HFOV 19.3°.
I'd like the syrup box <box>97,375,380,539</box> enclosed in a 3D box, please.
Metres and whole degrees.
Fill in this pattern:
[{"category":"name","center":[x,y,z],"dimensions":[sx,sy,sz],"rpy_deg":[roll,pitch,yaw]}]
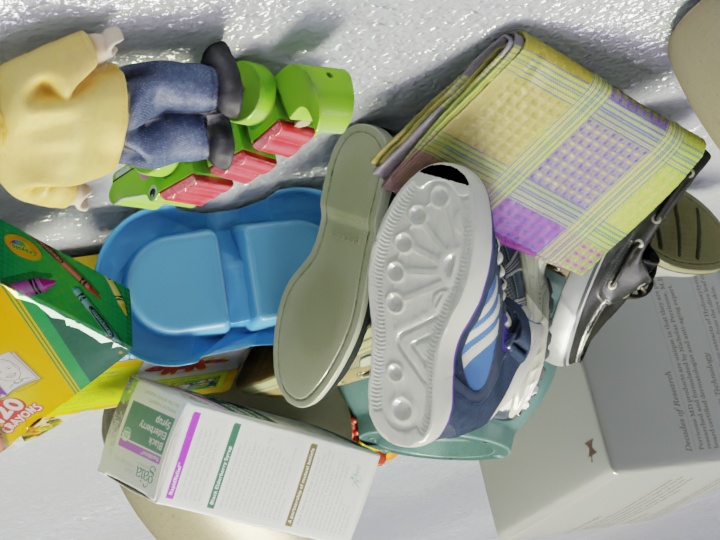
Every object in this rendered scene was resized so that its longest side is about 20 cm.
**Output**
[{"category":"syrup box","center":[-0.090,0.145,1.592],"dimensions":[0.200,0.082,0.079],"rpy_deg":[21,178,-41]}]

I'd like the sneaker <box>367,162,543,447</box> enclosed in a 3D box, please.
[{"category":"sneaker","center":[0.072,0.015,1.419],"dimensions":[0.080,0.200,0.146],"rpy_deg":[18,-160,29]}]

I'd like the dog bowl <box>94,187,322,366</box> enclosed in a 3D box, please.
[{"category":"dog bowl","center":[-0.090,0.006,1.478],"dimensions":[0.200,0.112,0.050],"rpy_deg":[-8,177,-15]}]

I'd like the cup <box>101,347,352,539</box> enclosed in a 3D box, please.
[{"category":"cup","center":[-0.128,0.137,1.734],"dimensions":[0.200,0.201,0.143],"rpy_deg":[-24,139,28]}]

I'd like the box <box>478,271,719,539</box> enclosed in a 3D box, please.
[{"category":"box","center":[0.208,0.105,1.807],"dimensions":[0.171,0.200,0.199],"rpy_deg":[-5,160,-29]}]

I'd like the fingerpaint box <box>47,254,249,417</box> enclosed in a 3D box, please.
[{"category":"fingerpaint box","center":[-0.187,0.046,1.571],"dimensions":[0.200,0.073,0.167],"rpy_deg":[-8,161,-15]}]

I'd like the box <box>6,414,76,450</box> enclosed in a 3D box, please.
[{"category":"box","center":[-0.245,0.098,1.732],"dimensions":[0.039,0.042,0.200],"rpy_deg":[6,152,-45]}]

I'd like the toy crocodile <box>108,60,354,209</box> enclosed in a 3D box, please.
[{"category":"toy crocodile","center":[-0.080,-0.078,1.308],"dimensions":[0.200,0.062,0.067],"rpy_deg":[-26,157,35]}]

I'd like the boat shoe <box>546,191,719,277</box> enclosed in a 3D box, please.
[{"category":"boat shoe","center":[0.190,-0.029,1.621],"dimensions":[0.200,0.075,0.068],"rpy_deg":[11,152,-29]}]

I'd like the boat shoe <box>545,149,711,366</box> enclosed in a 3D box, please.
[{"category":"boat shoe","center":[0.189,-0.011,1.520],"dimensions":[0.200,0.057,0.069],"rpy_deg":[-68,169,22]}]

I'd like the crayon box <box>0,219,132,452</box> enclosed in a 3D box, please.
[{"category":"crayon box","center":[-0.261,0.058,1.411],"dimensions":[0.119,0.058,0.200],"rpy_deg":[31,126,-35]}]

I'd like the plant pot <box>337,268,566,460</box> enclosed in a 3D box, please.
[{"category":"plant pot","center":[0.062,0.073,1.635],"dimensions":[0.200,0.134,0.200],"rpy_deg":[5,165,1]}]

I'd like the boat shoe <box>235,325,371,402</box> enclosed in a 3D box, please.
[{"category":"boat shoe","center":[-0.015,0.060,1.549],"dimensions":[0.063,0.073,0.201],"rpy_deg":[41,137,-22]}]

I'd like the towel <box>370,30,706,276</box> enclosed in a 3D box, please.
[{"category":"towel","center":[0.120,-0.075,1.392],"dimensions":[0.200,0.023,0.144],"rpy_deg":[24,123,-36]}]

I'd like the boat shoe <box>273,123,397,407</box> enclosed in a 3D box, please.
[{"category":"boat shoe","center":[-0.002,-0.001,1.434],"dimensions":[0.074,0.200,0.066],"rpy_deg":[21,-167,40]}]

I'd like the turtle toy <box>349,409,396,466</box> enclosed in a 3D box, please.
[{"category":"turtle toy","center":[0.003,0.118,1.855],"dimensions":[0.146,0.101,0.200],"rpy_deg":[-5,159,-23]}]

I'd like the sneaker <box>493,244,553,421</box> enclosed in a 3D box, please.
[{"category":"sneaker","center":[0.094,0.009,1.519],"dimensions":[0.086,0.200,0.078],"rpy_deg":[3,-169,-2]}]

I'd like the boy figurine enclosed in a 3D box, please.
[{"category":"boy figurine","center":[-0.170,-0.084,1.211],"dimensions":[0.200,0.064,0.124],"rpy_deg":[-5,132,-17]}]

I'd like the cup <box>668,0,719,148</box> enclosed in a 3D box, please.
[{"category":"cup","center":[0.312,-0.104,1.346],"dimensions":[0.200,0.143,0.200],"rpy_deg":[-12,160,-4]}]
